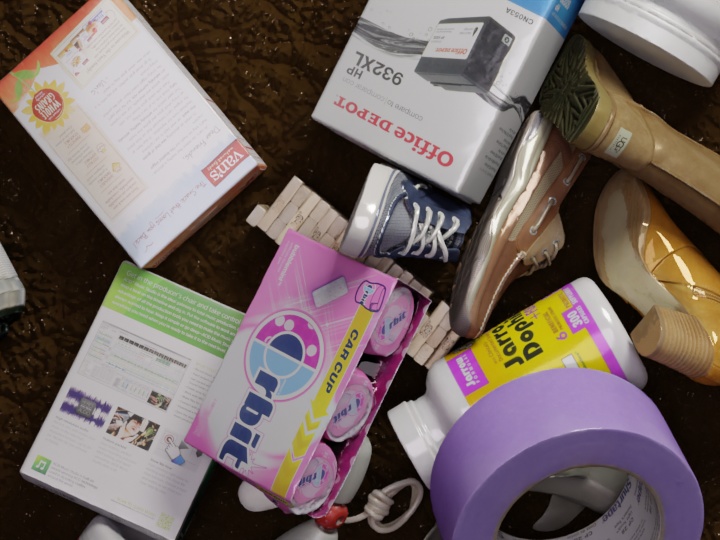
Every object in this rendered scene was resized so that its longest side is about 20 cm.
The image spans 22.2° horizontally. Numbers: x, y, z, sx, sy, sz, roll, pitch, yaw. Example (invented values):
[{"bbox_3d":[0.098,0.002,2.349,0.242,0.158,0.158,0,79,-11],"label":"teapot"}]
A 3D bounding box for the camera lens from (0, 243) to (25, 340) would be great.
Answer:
[{"bbox_3d":[-0.382,-0.012,1.510,0.159,0.160,0.201,-29,88,5],"label":"camera lens"}]

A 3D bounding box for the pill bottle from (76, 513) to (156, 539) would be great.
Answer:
[{"bbox_3d":[-0.231,0.312,1.521,0.112,0.112,0.201,37,94,4],"label":"pill bottle"}]

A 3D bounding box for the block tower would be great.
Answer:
[{"bbox_3d":[0.000,0.000,1.525,0.200,0.054,0.058,38,93,4],"label":"block tower"}]

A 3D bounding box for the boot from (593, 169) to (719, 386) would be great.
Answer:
[{"bbox_3d":[0.271,0.014,1.488,0.143,0.202,0.071,17,134,-27],"label":"boot"}]

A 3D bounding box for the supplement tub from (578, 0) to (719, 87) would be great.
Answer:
[{"bbox_3d":[0.273,-0.263,1.450,0.144,0.145,0.201,29,93,5],"label":"supplement tub"}]

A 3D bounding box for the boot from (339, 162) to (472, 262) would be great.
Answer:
[{"bbox_3d":[0.042,-0.040,1.448,0.090,0.200,0.073,23,104,2],"label":"boot"}]

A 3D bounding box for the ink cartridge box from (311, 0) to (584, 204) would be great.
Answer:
[{"bbox_3d":[0.072,-0.176,1.490,0.144,0.084,0.201,28,94,16],"label":"ink cartridge box"}]

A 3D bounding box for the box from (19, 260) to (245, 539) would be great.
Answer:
[{"bbox_3d":[-0.174,0.110,1.523,0.143,0.036,0.201,23,75,5],"label":"box"}]

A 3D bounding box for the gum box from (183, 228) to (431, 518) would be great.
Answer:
[{"bbox_3d":[-0.044,0.084,1.440,0.113,0.066,0.201,25,88,32],"label":"gum box"}]

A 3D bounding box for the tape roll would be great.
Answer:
[{"bbox_3d":[0.158,0.181,1.413,0.198,0.085,0.201,-5,121,-9],"label":"tape roll"}]

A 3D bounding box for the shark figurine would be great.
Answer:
[{"bbox_3d":[0.138,0.179,1.497,0.213,0.089,0.129,-10,88,4],"label":"shark figurine"}]

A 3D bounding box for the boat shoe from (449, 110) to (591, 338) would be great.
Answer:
[{"bbox_3d":[0.133,-0.032,1.486,0.071,0.076,0.201,26,76,-5],"label":"boat shoe"}]

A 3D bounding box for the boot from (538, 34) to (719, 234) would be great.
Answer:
[{"bbox_3d":[0.245,-0.095,1.480,0.199,0.176,0.066,29,116,-17],"label":"boot"}]

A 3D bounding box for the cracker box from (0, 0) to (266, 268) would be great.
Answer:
[{"bbox_3d":[-0.193,-0.119,1.542,0.134,0.058,0.200,-40,86,5],"label":"cracker box"}]

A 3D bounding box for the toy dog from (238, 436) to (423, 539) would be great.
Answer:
[{"bbox_3d":[-0.053,0.214,1.514,0.096,0.132,0.201,34,89,43],"label":"toy dog"}]

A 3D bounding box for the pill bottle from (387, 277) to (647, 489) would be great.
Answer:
[{"bbox_3d":[0.124,0.097,1.483,0.199,0.104,0.105,-31,87,2],"label":"pill bottle"}]
